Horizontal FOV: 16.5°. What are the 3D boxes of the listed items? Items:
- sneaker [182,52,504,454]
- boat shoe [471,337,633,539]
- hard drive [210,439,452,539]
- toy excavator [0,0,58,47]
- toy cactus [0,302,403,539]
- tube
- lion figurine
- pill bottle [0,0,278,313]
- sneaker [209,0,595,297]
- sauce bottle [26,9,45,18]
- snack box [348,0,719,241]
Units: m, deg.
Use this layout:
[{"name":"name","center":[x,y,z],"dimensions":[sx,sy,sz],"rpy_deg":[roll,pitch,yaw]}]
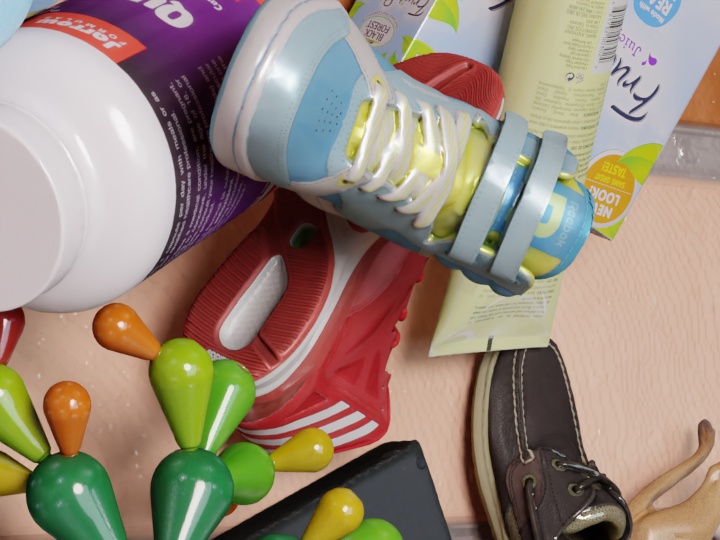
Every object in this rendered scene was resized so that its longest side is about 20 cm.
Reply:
[{"name":"sneaker","center":[0.000,0.000,1.126],"dimensions":[0.200,0.078,0.116],"rpy_deg":[-47,148,-20]},{"name":"boat shoe","center":[0.101,0.124,1.205],"dimensions":[0.073,0.065,0.202],"rpy_deg":[9,69,-47]},{"name":"hard drive","center":[0.004,0.196,1.144],"dimensions":[0.139,0.033,0.201],"rpy_deg":[-26,102,-41]},{"name":"toy excavator","center":[-0.187,-0.092,0.863],"dimensions":[0.194,0.100,0.202],"rpy_deg":[16,70,-37]},{"name":"toy cactus","center":[-0.081,0.108,0.990],"dimensions":[0.199,0.102,0.166],"rpy_deg":[32,52,-26]},{"name":"tube","center":[0.080,-0.053,1.158],"dimensions":[0.052,0.058,0.201],"rpy_deg":[-75,177,-70]},{"name":"lion figurine","center":[0.164,0.183,1.278],"dimensions":[0.122,0.072,0.201],"rpy_deg":[-10,77,-30]},{"name":"pill bottle","center":[-0.102,-0.053,0.989],"dimensions":[0.200,0.112,0.113],"rpy_deg":[-39,112,-60]},{"name":"sneaker","center":[0.025,-0.046,0.970],"dimensions":[0.080,0.130,0.200],"rpy_deg":[-66,163,2]},{"name":"sauce bottle","center":[-0.188,-0.087,0.981],"dimensions":[0.200,0.066,0.066],"rpy_deg":[-48,116,-35]},{"name":"snack box","center":[0.101,-0.142,1.207],"dimensions":[0.168,0.068,0.201],"rpy_deg":[30,89,-35]}]
